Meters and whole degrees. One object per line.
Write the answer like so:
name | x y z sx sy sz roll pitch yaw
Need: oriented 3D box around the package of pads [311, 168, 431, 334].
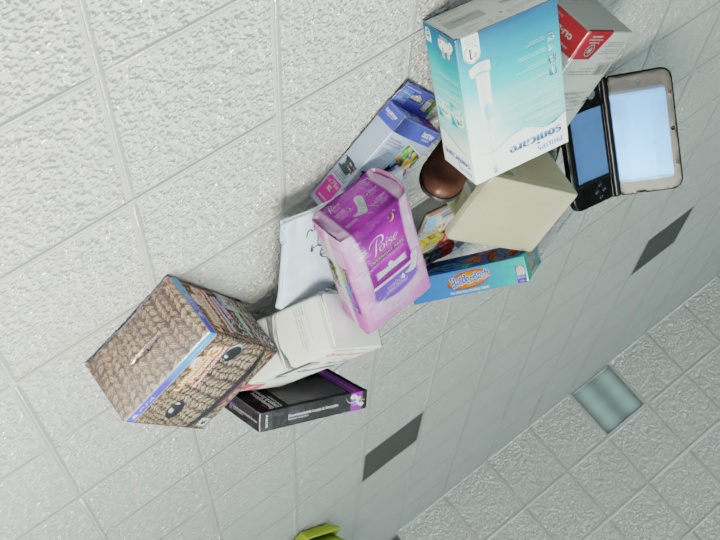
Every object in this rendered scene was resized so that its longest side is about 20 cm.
package of pads | 0.019 -0.022 1.351 0.120 0.075 0.202 -39 140 -18

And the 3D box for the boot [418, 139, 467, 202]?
boot | 0.156 -0.208 1.393 0.188 0.068 0.201 -47 166 -41

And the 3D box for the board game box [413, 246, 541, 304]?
board game box | 0.194 0.002 1.732 0.196 0.046 0.152 -12 -173 19

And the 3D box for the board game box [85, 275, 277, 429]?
board game box | -0.228 0.113 1.350 0.160 0.097 0.200 -45 158 8

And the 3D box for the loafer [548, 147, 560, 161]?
loafer | 0.296 -0.171 1.723 0.070 0.064 0.201 -1 157 5

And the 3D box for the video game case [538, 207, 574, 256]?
video game case | 0.341 -0.054 2.091 0.181 0.022 0.201 -17 147 -47

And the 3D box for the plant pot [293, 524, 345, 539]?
plant pot | -0.106 0.764 2.605 0.201 0.182 0.198 -49 156 18

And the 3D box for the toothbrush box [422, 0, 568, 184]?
toothbrush box | 0.171 -0.232 1.283 0.145 0.085 0.202 -26 127 -14

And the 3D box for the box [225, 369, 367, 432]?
box | -0.108 0.193 1.593 0.197 0.142 0.037 -6 107 -36

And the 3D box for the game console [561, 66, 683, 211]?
game console | 0.423 -0.213 1.688 0.174 0.115 0.204 -22 107 -37

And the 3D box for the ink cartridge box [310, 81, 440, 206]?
ink cartridge box | 0.031 -0.154 1.379 0.201 0.042 0.119 -51 157 15

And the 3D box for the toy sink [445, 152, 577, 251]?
toy sink | 0.212 -0.122 1.604 0.197 0.113 0.131 6 133 -39

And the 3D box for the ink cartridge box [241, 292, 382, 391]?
ink cartridge box | -0.088 0.104 1.483 0.198 0.086 0.145 -25 167 27

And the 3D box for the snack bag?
snack bag | -0.033 -0.040 1.395 0.198 0.021 0.190 -26 149 -25

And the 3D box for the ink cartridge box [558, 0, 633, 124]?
ink cartridge box | 0.280 -0.285 1.494 0.143 0.084 0.201 -15 144 -50

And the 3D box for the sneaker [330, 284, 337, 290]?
sneaker | 0.000 0.000 1.550 0.197 0.075 0.087 1 178 -35

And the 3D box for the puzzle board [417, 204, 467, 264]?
puzzle board | 0.161 -0.072 1.769 0.198 0.017 0.152 -26 153 -35
